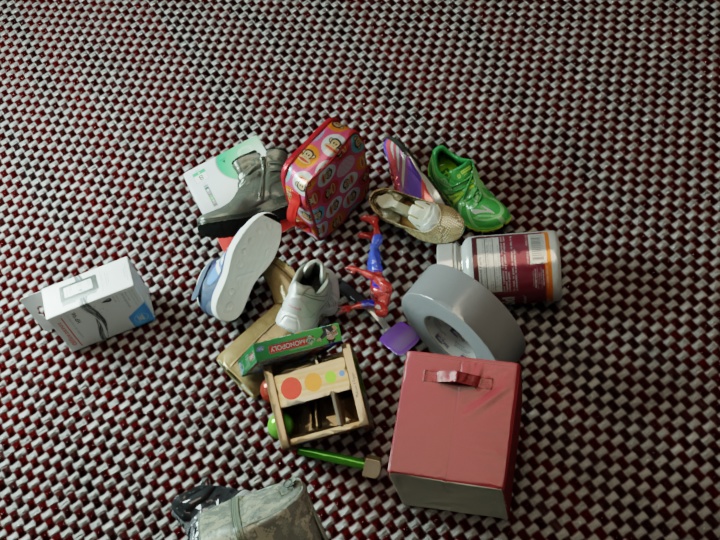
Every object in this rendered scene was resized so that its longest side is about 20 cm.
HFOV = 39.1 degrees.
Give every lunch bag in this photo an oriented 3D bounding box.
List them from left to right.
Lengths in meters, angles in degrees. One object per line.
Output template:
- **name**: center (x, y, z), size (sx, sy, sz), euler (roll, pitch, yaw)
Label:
- **lunch bag**: center (-0.119, 0.407, 1.415), size (0.165, 0.139, 0.203), euler (-22, 102, -3)
- **lunch bag**: center (-0.065, -0.144, 1.747), size (0.081, 0.201, 0.177), euler (33, 68, 22)

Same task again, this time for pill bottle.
- **pill bottle**: center (0.225, -0.001, 1.653), size (0.195, 0.115, 0.116), euler (-4, 57, 8)

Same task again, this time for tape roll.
- **tape roll**: center (0.157, 0.085, 1.561), size (0.199, 0.201, 0.066), euler (34, 70, 27)

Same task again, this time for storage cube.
- **storage cube**: center (0.142, 0.241, 1.473), size (0.167, 0.201, 0.183), euler (5, 65, 13)

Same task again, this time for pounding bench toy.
- **pounding bench toy**: center (-0.061, 0.235, 1.551), size (0.153, 0.124, 0.204), euler (-15, 78, 2)

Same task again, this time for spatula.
- **spatula**: center (0.022, 0.072, 1.701), size (0.056, 0.021, 0.200), euler (-37, 58, -19)

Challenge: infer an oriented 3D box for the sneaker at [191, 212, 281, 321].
- **sneaker**: center (-0.219, -0.018, 1.732), size (0.146, 0.080, 0.203), euler (25, 89, 60)

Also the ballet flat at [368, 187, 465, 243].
- **ballet flat**: center (0.087, -0.095, 1.714), size (0.198, 0.065, 0.072), euler (17, 85, 42)

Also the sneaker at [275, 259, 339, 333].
- **sneaker**: center (-0.069, 0.025, 1.610), size (0.077, 0.101, 0.200), euler (19, 22, 5)

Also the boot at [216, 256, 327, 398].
- **boot**: center (-0.167, 0.086, 1.703), size (0.174, 0.067, 0.200), euler (37, 72, 28)

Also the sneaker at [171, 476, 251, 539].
- **sneaker**: center (-0.245, 0.405, 1.516), size (0.112, 0.076, 0.202), euler (18, 58, 21)

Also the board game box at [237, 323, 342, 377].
- **board game box**: center (-0.112, 0.124, 1.555), size (0.132, 0.200, 0.030), euler (-12, 81, -15)

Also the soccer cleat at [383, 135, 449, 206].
- **soccer cleat**: center (0.082, -0.161, 1.812), size (0.073, 0.068, 0.201), euler (-35, 58, 2)

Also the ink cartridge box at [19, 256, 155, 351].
- **ink cartridge box**: center (-0.467, 0.067, 1.740), size (0.196, 0.117, 0.069), euler (-21, 55, -2)

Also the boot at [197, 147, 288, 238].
- **boot**: center (-0.210, -0.142, 1.823), size (0.196, 0.068, 0.133), euler (-16, 68, -12)

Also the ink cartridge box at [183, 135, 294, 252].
- **ink cartridge box**: center (-0.217, -0.136, 1.861), size (0.159, 0.050, 0.201), euler (-28, 56, -7)

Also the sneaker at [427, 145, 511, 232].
- **sneaker**: center (0.182, -0.142, 1.766), size (0.074, 0.084, 0.200), euler (-36, 60, -13)

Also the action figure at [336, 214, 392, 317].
- **action figure**: center (0.000, 0.000, 1.706), size (0.097, 0.066, 0.202), euler (-4, 49, -11)
